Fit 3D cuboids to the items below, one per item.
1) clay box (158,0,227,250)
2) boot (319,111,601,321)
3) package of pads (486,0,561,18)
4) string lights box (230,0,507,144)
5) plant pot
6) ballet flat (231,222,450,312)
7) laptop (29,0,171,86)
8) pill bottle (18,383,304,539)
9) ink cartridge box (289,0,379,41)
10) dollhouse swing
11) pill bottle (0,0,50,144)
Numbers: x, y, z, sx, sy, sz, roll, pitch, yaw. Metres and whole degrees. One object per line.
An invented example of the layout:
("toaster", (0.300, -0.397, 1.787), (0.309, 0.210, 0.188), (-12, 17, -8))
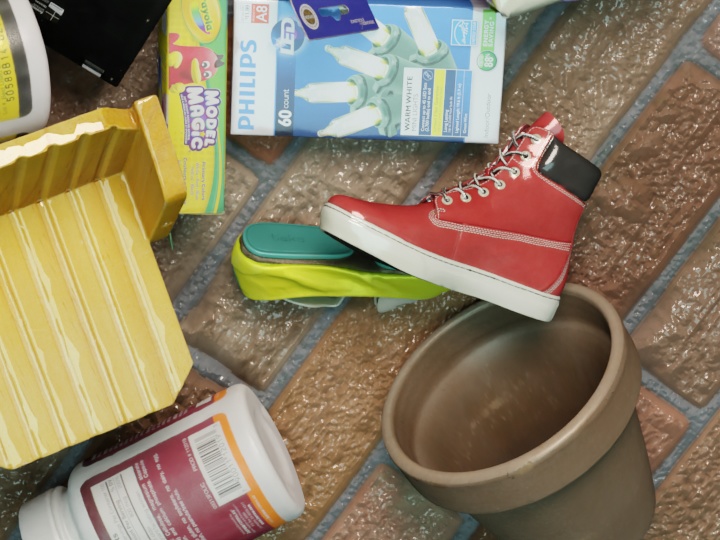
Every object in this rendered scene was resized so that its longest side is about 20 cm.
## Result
("clay box", (-0.122, -0.125, 1.359), (0.047, 0.115, 0.201), (-1, 107, -9))
("boot", (0.075, -0.059, 1.359), (0.199, 0.072, 0.145), (17, 95, -24))
("package of pads", (0.129, -0.287, 1.284), (0.154, 0.068, 0.201), (-18, 106, 1))
("string lights box", (0.004, -0.152, 1.388), (0.198, 0.059, 0.104), (1, 107, -4))
("plant pot", (0.140, 0.139, 1.429), (0.199, 0.201, 0.175), (-29, 123, 6))
("ballet flat", (0.000, 0.000, 1.435), (0.198, 0.067, 0.067), (1, 128, -7))
("laptop", (-0.219, -0.223, 1.284), (0.187, 0.116, 0.200), (30, 130, -12))
("pill bottle", (-0.154, 0.180, 1.449), (0.199, 0.114, 0.115), (-27, 106, 5))
("ink cartridge box", (-0.042, -0.259, 1.304), (0.037, 0.095, 0.201), (-24, 88, 34))
("dollhouse swing", (-0.203, 0.018, 1.241), (0.199, 0.182, 0.177), (-21, 83, -17))
("pill bottle", (-0.305, -0.118, 1.181), (0.199, 0.111, 0.112), (-16, 109, -25))
